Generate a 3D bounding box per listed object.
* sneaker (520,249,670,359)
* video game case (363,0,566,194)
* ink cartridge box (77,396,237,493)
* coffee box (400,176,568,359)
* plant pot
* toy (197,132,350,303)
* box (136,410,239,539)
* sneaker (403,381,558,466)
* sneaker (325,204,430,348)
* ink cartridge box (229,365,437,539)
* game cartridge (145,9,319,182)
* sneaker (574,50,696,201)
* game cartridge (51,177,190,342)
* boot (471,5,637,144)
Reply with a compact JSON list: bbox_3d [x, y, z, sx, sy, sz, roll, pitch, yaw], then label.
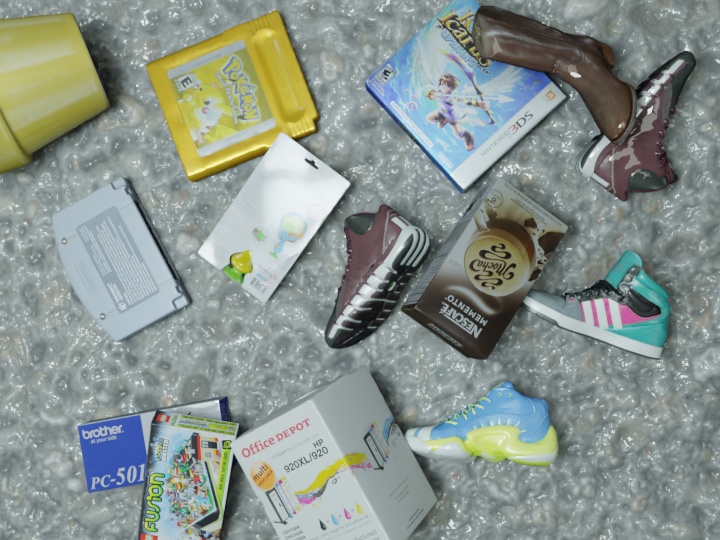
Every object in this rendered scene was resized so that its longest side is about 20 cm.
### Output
[{"bbox_3d":[0.307,0.027,0.995,0.200,0.084,0.121,19,95,-3],"label":"sneaker"},{"bbox_3d":[0.137,-0.237,1.036,0.181,0.045,0.200,-42,86,2],"label":"video game case"},{"bbox_3d":[-0.275,0.236,1.061,0.199,0.044,0.094,-10,87,4],"label":"ink cartridge box"},{"bbox_3d":[0.155,-0.001,0.984,0.113,0.080,0.200,34,79,-6],"label":"coffee box"},{"bbox_3d":[-0.443,-0.247,1.022,0.189,0.201,0.201,-23,87,-12],"label":"plant pot"},{"bbox_3d":[-0.115,-0.070,1.053,0.115,0.047,0.200,37,95,1],"label":"toy"},{"bbox_3d":[-0.227,0.284,1.020,0.110,0.035,0.200,10,111,-5],"label":"box"},{"bbox_3d":[0.157,0.198,1.022,0.199,0.076,0.105,4,71,5],"label":"sneaker"},{"bbox_3d":[0.000,0.000,1.033,0.200,0.076,0.116,-53,56,18],"label":"sneaker"},{"bbox_3d":[-0.032,0.250,0.971,0.147,0.145,0.200,-31,85,28],"label":"ink cartridge box"},{"bbox_3d":[-0.173,-0.238,1.069,0.200,0.032,0.177,-22,87,5],"label":"game cartridge"},{"bbox_3d":[0.382,-0.174,1.007,0.115,0.076,0.200,41,103,-1],"label":"sneaker"},{"bbox_3d":[-0.337,-0.011,1.077,0.133,0.040,0.200,-28,87,0],"label":"game cartridge"},{"bbox_3d":[0.228,-0.245,0.955,0.200,0.064,0.187,13,45,-19],"label":"boot"}]
